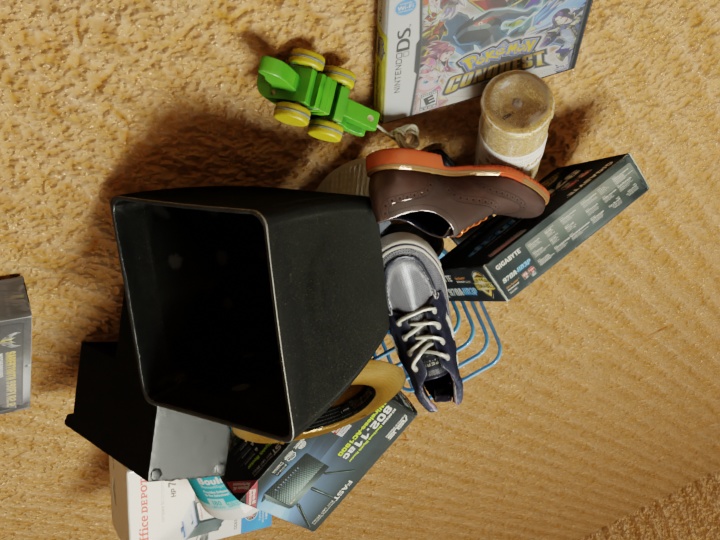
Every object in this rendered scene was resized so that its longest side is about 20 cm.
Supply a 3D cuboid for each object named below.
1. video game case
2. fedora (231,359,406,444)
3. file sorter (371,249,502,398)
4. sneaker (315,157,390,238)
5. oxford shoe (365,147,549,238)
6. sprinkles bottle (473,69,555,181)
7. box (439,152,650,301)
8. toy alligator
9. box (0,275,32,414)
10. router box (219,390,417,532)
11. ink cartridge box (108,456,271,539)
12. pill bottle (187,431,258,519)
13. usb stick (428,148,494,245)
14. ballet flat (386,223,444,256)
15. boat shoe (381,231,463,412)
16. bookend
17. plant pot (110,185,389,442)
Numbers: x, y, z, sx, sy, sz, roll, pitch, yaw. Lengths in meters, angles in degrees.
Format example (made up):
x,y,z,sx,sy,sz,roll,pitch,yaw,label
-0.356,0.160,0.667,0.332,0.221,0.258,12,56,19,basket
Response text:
x,y,z,sx,sy,sz,roll,pitch,yaw,label
0.109,-0.214,1.013,0.199,0.026,0.181,-17,152,-10,video game case
-0.051,0.111,1.200,0.200,0.082,0.201,-17,158,-7,fedora
0.064,0.059,1.367,0.138,0.123,0.200,-31,151,15,file sorter
-0.012,-0.046,1.174,0.079,0.079,0.200,5,150,-37,sneaker
0.091,-0.061,1.086,0.199,0.073,0.071,7,166,-28,oxford shoe
0.145,-0.120,1.132,0.068,0.068,0.200,-20,162,-4,sprinkles bottle
0.180,-0.041,1.208,0.200,0.046,0.159,-37,-170,-15,box
-0.028,-0.142,1.009,0.054,0.060,0.200,9,173,42,toy alligator
-0.408,0.088,1.150,0.158,0.048,0.200,-11,151,-22,box
-0.048,0.199,1.357,0.200,0.062,0.150,-49,139,5,router box
-0.222,0.281,1.538,0.199,0.086,0.147,-10,119,-25,ink cartridge box
-0.175,0.196,1.399,0.110,0.111,0.201,-22,124,-1,pill bottle
0.098,-0.073,1.252,0.055,0.033,0.200,-35,151,8,usb stick
0.000,0.000,1.280,0.199,0.067,0.057,-21,154,15,ballet flat
0.065,0.057,1.176,0.074,0.093,0.200,-20,135,4,boat shoe
-0.219,0.095,1.228,0.092,0.200,0.200,3,-172,-39,bookend
-0.084,0.015,1.060,0.199,0.201,0.177,8,-159,40,plant pot
